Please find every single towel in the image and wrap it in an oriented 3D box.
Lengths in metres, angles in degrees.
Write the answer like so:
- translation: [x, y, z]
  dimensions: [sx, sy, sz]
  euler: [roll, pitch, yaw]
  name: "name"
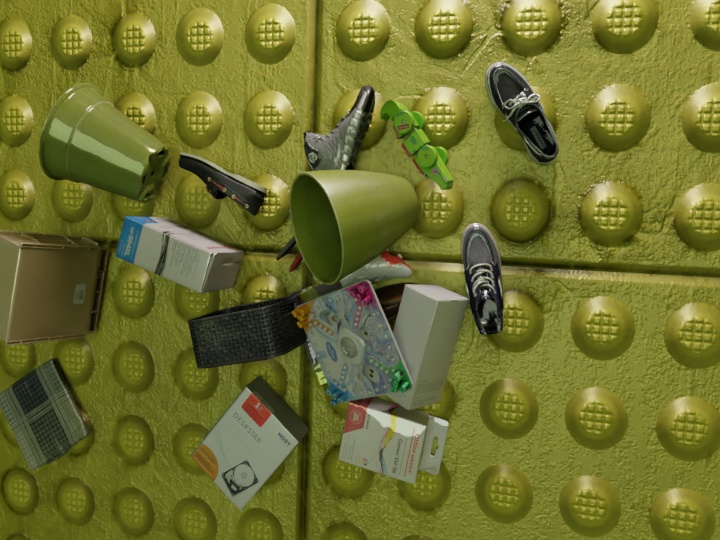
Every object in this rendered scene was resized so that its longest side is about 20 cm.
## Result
- translation: [-0.057, 0.119, 1.057]
  dimensions: [0.139, 0.023, 0.207]
  euler: [-17, 90, 13]
  name: "towel"
- translation: [-0.731, 0.335, 1.227]
  dimensions: [0.189, 0.034, 0.204]
  euler: [-30, 85, 10]
  name: "towel"

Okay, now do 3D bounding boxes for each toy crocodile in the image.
- translation: [0.105, -0.231, 0.974]
  dimensions: [0.061, 0.067, 0.203]
  euler: [-36, 84, 31]
  name: "toy crocodile"

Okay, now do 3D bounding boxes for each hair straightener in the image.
- translation: [-0.110, -0.094, 1.023]
  dimensions: [0.076, 0.041, 0.202]
  euler: [38, 116, 2]
  name: "hair straightener"

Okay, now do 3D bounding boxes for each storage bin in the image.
- translation: [-0.217, 0.118, 1.025]
  dimensions: [0.193, 0.135, 0.097]
  euler: [-12, 93, 20]
  name: "storage bin"
- translation: [-0.646, 0.034, 1.100]
  dimensions: [0.091, 0.197, 0.207]
  euler: [16, 97, 28]
  name: "storage bin"

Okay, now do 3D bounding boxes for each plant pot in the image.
- translation: [0.001, -0.099, 0.938]
  dimensions: [0.195, 0.186, 0.193]
  euler: [-20, 90, -29]
  name: "plant pot"
- translation: [-0.493, -0.233, 1.061]
  dimensions: [0.185, 0.200, 0.205]
  euler: [26, 99, -2]
  name: "plant pot"

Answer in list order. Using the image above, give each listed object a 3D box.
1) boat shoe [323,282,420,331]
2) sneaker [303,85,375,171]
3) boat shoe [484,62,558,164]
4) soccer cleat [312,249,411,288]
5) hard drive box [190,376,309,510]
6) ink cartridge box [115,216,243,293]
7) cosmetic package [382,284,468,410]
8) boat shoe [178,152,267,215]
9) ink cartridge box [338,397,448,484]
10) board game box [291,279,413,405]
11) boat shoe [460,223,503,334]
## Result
- translation: [0.027, 0.078, 1.007]
  dimensions: [0.193, 0.071, 0.073]
  euler: [-14, 110, 1]
  name: "boat shoe"
- translation: [-0.051, -0.263, 1.004]
  dimensions: [0.112, 0.075, 0.206]
  euler: [23, 100, 12]
  name: "sneaker"
- translation: [0.283, -0.279, 0.927]
  dimensions: [0.072, 0.068, 0.204]
  euler: [-26, 88, 13]
  name: "boat shoe"
- translation: [0.000, 0.000, 1.002]
  dimensions: [0.193, 0.069, 0.087]
  euler: [13, 65, 15]
  name: "soccer cleat"
- translation: [-0.226, 0.351, 1.085]
  dimensions: [0.155, 0.077, 0.201]
  euler: [41, 101, 6]
  name: "hard drive box"
- translation: [-0.353, -0.034, 1.050]
  dimensions: [0.194, 0.146, 0.087]
  euler: [23, 98, 10]
  name: "ink cartridge box"
- translation: [0.114, 0.135, 0.960]
  dimensions: [0.083, 0.106, 0.207]
  euler: [22, 102, 41]
  name: "cosmetic package"
- translation: [-0.284, -0.176, 1.061]
  dimensions: [0.196, 0.074, 0.065]
  euler: [27, 91, 5]
  name: "boat shoe"
- translation: [0.065, 0.326, 1.021]
  dimensions: [0.193, 0.067, 0.121]
  euler: [13, 97, 12]
  name: "ink cartridge box"
- translation: [-0.021, 0.138, 0.951]
  dimensions: [0.196, 0.026, 0.206]
  euler: [-20, 95, 40]
  name: "board game box"
- translation: [0.224, 0.017, 0.950]
  dimensions: [0.072, 0.093, 0.208]
  euler: [-12, 92, 13]
  name: "boat shoe"
